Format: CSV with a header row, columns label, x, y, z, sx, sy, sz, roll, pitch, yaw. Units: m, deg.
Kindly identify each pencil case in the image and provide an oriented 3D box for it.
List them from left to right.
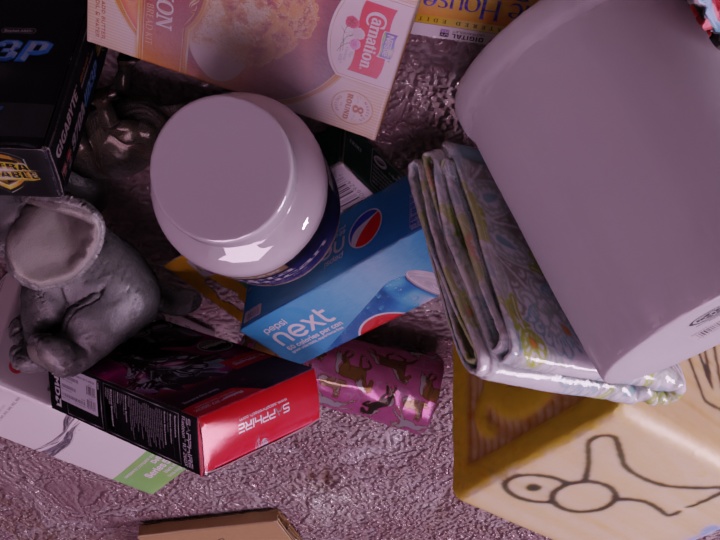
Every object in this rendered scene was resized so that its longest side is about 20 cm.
label,x,y,z,sx,sy,sz,roll,pitch,yaw
pencil case,-0.022,0.096,0.989,0.197,0.084,0.087,14,134,-12

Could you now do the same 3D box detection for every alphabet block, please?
label,x,y,z,sx,sy,sz,roll,pitch,yaw
alphabet block,0.210,0.108,0.893,0.198,0.199,0.195,28,134,-26

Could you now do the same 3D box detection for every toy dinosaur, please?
label,x,y,z,sx,sy,sz,roll,pitch,yaw
toy dinosaur,-0.189,-0.101,0.773,0.196,0.078,0.103,-9,132,12

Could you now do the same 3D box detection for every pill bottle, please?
label,x,y,z,sx,sy,sz,roll,pitch,yaw
pill bottle,-0.072,-0.050,0.675,0.109,0.113,0.200,2,177,3

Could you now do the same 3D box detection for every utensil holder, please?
label,x,y,z,sx,sy,sz,roll,pitch,yaw
utensil holder,0.173,-0.056,0.648,0.167,0.202,0.170,-21,159,-8

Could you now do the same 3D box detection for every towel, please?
label,x,y,z,sx,sy,sz,roll,pitch,yaw
towel,0.127,0.006,0.722,0.198,0.174,0.048,12,141,-37

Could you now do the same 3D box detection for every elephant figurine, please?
label,x,y,z,sx,sy,sz,roll,pitch,yaw
elephant figurine,-0.245,-0.028,0.810,0.140,0.155,0.203,12,128,39

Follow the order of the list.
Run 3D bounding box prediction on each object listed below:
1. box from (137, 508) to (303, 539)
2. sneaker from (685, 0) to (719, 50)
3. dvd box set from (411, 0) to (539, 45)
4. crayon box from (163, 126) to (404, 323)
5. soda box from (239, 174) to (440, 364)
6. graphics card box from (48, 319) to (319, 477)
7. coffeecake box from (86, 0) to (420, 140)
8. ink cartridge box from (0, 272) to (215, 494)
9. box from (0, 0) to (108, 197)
label,x,y,z,sx,sy,sz,roll,pitch,yaw
box,-0.168,0.367,1.377,0.196,0.022,0.164,-10,138,16
sneaker,0.203,-0.196,0.558,0.095,0.080,0.200,-24,125,27
dvd box set,0.097,-0.224,0.632,0.143,0.030,0.202,7,140,-4
crayon box,-0.049,-0.028,0.866,0.198,0.052,0.125,-26,132,31
soda box,0.000,0.000,0.805,0.198,0.065,0.068,-28,131,34
graphics card box,-0.145,0.095,0.842,0.198,0.124,0.052,12,111,41
coffeecake box,-0.059,-0.186,0.635,0.197,0.074,0.155,18,140,-1
ink cartridge box,-0.244,0.093,0.954,0.198,0.147,0.084,28,136,-27
box,-0.275,-0.124,0.686,0.196,0.161,0.046,3,142,3
